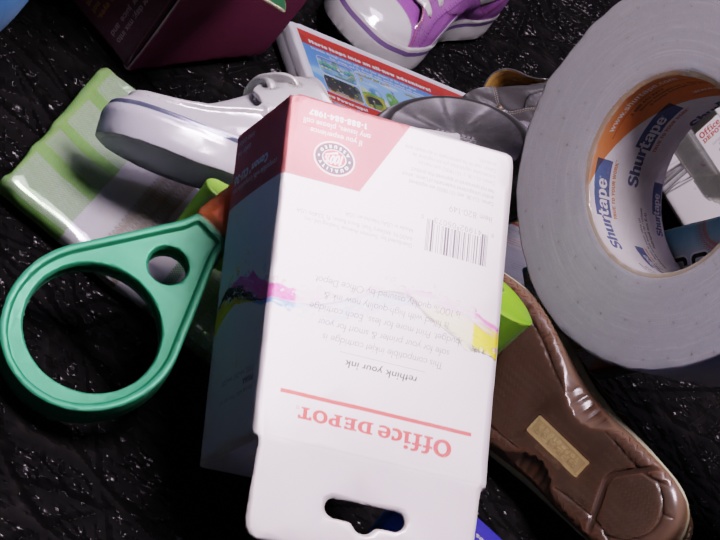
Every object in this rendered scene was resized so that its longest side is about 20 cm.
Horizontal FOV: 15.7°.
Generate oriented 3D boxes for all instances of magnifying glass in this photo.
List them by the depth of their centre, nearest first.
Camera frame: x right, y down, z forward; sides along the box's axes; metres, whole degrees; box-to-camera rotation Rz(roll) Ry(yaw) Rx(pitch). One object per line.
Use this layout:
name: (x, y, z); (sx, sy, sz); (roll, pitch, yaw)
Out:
magnifying glass: (-0.083, -0.004, 1.194); (0.080, 0.022, 0.200); (45, 63, 9)

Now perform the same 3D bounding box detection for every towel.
towel: (-0.075, -0.014, 1.312); (0.200, 0.031, 0.149); (38, 28, -5)

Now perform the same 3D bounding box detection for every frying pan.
frying pan: (0.028, -0.046, 1.406); (0.115, 0.031, 0.190); (28, 40, 26)

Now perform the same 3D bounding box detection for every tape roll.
tape roll: (0.175, -0.044, 1.336); (0.066, 0.200, 0.201); (12, 40, -46)

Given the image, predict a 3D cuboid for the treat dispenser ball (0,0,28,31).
treat dispenser ball: (-0.229, -0.183, 1.178); (0.200, 0.201, 0.201); (30, 30, -20)

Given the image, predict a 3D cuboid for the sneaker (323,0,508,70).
sneaker: (0.055, -0.195, 1.637); (0.073, 0.114, 0.200); (46, 30, 7)

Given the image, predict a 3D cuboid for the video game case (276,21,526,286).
video game case: (0.032, -0.052, 1.509); (0.142, 0.017, 0.201); (20, 36, -34)

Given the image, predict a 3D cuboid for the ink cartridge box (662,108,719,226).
ink cartridge box: (0.251, -0.035, 1.641); (0.147, 0.083, 0.201); (40, 18, -54)

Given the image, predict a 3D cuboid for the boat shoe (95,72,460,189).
boat shoe: (-0.038, -0.066, 1.307); (0.199, 0.073, 0.066); (15, 82, -32)

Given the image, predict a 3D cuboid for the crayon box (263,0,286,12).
crayon box: (-0.074, -0.232, 1.381); (0.126, 0.051, 0.201); (28, 33, -19)

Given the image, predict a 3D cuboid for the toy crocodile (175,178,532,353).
toy crocodile: (0.000, 0.000, 1.284); (0.199, 0.068, 0.062); (18, 35, -25)

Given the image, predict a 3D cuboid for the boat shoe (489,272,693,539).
boat shoe: (0.099, 0.080, 1.371); (0.203, 0.075, 0.075); (54, 6, 26)

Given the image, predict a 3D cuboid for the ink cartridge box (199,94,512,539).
ink cartridge box: (-0.003, 0.036, 1.166); (0.116, 0.067, 0.201); (15, 69, -22)

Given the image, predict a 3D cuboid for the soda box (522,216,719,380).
soda box: (0.184, 0.011, 1.410); (0.063, 0.199, 0.069); (1, 78, -48)

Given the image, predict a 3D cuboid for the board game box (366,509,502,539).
board game box: (0.041, 0.190, 1.155); (0.152, 0.045, 0.200); (42, 29, 1)

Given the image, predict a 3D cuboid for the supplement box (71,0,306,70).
supplement box: (-0.123, -0.220, 1.462); (0.200, 0.103, 0.131); (51, 31, 18)

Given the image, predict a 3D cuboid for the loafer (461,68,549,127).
loafer: (0.106, -0.093, 1.573); (0.072, 0.073, 0.200); (51, 14, -1)
